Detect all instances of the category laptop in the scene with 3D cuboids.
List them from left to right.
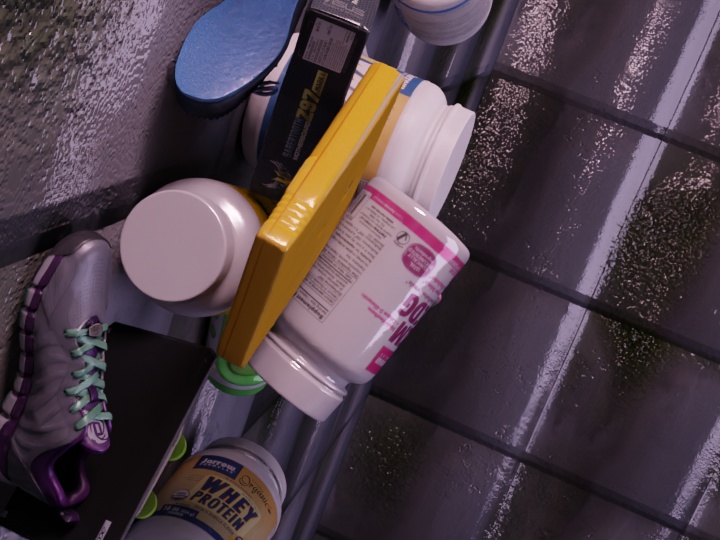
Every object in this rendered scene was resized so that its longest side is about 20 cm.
[{"bbox_3d":[-0.195,0.143,0.860,0.200,0.103,0.178,109,7,-70],"label":"laptop"}]

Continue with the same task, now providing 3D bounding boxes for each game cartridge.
[{"bbox_3d":[-0.042,-0.038,0.818,0.200,0.032,0.177,-57,176,-38],"label":"game cartridge"}]

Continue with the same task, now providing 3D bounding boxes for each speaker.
[{"bbox_3d":[-0.120,0.043,1.194,0.089,0.088,0.201,-56,166,-53],"label":"speaker"}]

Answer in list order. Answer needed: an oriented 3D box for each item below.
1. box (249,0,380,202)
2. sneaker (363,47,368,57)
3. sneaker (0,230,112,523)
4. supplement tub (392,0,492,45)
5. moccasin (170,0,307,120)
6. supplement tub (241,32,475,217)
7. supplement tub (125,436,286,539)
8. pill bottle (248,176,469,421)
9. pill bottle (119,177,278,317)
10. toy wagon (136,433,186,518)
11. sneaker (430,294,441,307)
[{"bbox_3d":[-0.027,-0.171,0.857,0.200,0.051,0.158,117,-9,-50],"label":"box"},{"bbox_3d":[-0.018,-0.211,1.202,0.071,0.073,0.200,-59,169,-25],"label":"sneaker"},{"bbox_3d":[-0.194,0.075,0.760,0.074,0.087,0.201,-12,127,-59],"label":"sneaker"},{"bbox_3d":[0.097,-0.361,1.332,0.200,0.131,0.132,21,92,-81],"label":"supplement tub"},{"bbox_3d":[-0.084,-0.179,0.863,0.200,0.080,0.068,-59,173,-38],"label":"moccasin"},{"bbox_3d":[-0.002,-0.135,1.071,0.145,0.199,0.145,23,90,-82],"label":"supplement tub"},{"bbox_3d":[-0.180,0.303,1.295,0.200,0.144,0.145,-54,164,-59],"label":"supplement tub"},{"bbox_3d":[-0.006,0.027,0.963,0.200,0.113,0.113,-51,171,1],"label":"pill bottle"},{"bbox_3d":[-0.125,-0.018,0.906,0.200,0.112,0.113,-4,116,-81],"label":"pill bottle"},{"bbox_3d":[-0.211,0.169,1.113,0.155,0.039,0.201,94,19,-66],"label":"toy wagon"},{"bbox_3d":[0.000,0.000,1.097,0.079,0.200,0.096,-10,89,-42],"label":"sneaker"}]
